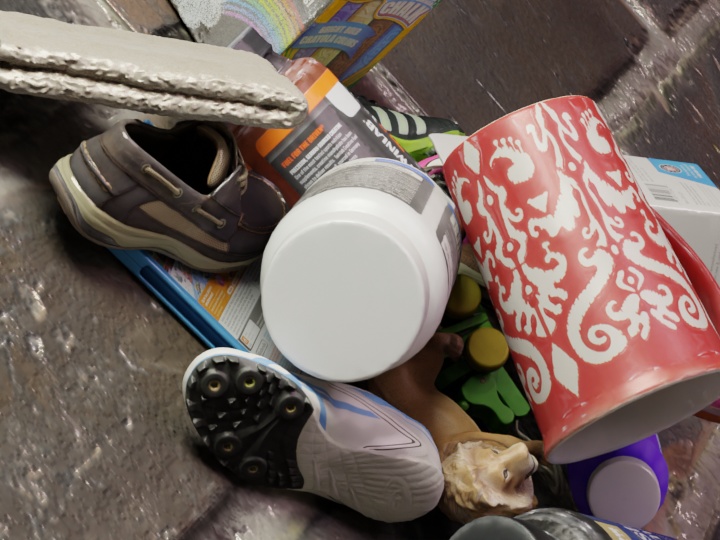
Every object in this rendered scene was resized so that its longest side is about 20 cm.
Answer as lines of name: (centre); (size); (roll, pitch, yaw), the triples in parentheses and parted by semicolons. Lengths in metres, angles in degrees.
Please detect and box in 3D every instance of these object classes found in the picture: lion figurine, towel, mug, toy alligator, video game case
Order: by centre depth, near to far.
towel: (-0.137, -0.119, 1.540); (0.199, 0.035, 0.133); (8, 14, -17)
video game case: (-0.085, 0.004, 1.599); (0.200, 0.018, 0.143); (45, 25, -10)
mug: (0.144, 0.007, 1.620); (0.201, 0.133, 0.177); (66, 14, 16)
lion figurine: (0.052, 0.099, 1.632); (0.122, 0.073, 0.200); (11, 22, -47)
toy alligator: (0.073, 0.072, 1.736); (0.054, 0.059, 0.201); (-22, 75, -18)

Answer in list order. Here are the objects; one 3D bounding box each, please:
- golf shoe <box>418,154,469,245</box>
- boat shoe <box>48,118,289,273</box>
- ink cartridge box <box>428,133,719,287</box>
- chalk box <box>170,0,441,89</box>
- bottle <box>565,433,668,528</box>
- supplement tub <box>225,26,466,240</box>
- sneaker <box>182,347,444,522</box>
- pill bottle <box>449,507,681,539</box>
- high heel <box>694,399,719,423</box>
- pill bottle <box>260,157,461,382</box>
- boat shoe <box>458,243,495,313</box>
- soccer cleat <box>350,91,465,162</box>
golf shoe: (0.081, -0.054, 1.853); (0.199, 0.073, 0.092); (-10, 18, -23)
boat shoe: (-0.099, -0.049, 1.539); (0.200, 0.073, 0.075); (3, 50, -58)
ink cartridge box: (0.146, -0.037, 1.756); (0.199, 0.067, 0.116); (6, 19, -10)
chalk box: (-0.022, -0.224, 1.820); (0.124, 0.200, 0.125); (3, 50, -58)
bottle: (0.171, 0.129, 1.719); (0.200, 0.065, 0.084); (-76, 158, -82)
supplement tub: (-0.029, -0.066, 1.690); (0.200, 0.107, 0.107); (46, 24, -7)
sneaker: (-0.032, 0.091, 1.502); (0.200, 0.072, 0.073); (29, 19, -39)
pill bottle: (0.135, 0.206, 1.559); (0.200, 0.112, 0.112); (19, 37, -49)
high heel: (0.212, 0.036, 1.793); (0.200, 0.096, 0.067); (27, -6, 43)
pill bottle: (0.000, 0.000, 1.543); (0.114, 0.114, 0.200); (47, 11, -3)
boat shoe: (0.137, 0.040, 1.749); (0.202, 0.075, 0.075); (22, 21, 38)
soccer cleat: (0.012, -0.099, 1.866); (0.081, 0.068, 0.200); (50, 25, 18)
